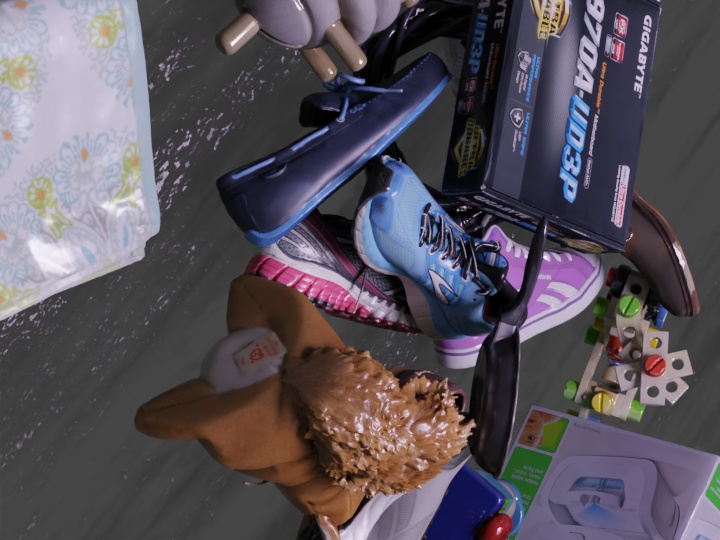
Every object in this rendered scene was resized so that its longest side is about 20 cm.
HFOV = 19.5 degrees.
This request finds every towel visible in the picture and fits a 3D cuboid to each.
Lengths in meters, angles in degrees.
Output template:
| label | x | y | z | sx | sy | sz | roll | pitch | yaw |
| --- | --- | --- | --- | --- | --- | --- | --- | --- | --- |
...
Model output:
| label | x | y | z | sx | sy | sz | roll | pitch | yaw |
| --- | --- | --- | --- | --- | --- | --- | --- | --- | --- |
| towel | -0.206 | -0.078 | 1.337 | 0.171 | 0.048 | 0.201 | -27 | 120 | -44 |

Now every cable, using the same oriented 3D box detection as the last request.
| label | x | y | z | sx | sy | sz | roll | pitch | yaw |
| --- | --- | --- | --- | --- | --- | --- | --- | --- | --- |
| cable | 0.075 | -0.115 | 1.590 | 0.051 | 0.162 | 0.201 | -93 | 171 | -62 |

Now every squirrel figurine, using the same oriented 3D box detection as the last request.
| label | x | y | z | sx | sy | sz | roll | pitch | yaw |
| --- | --- | --- | --- | --- | --- | --- | --- | --- | --- |
| squirrel figurine | -0.025 | 0.121 | 1.492 | 0.142 | 0.199 | 0.187 | -60 | 141 | -30 |

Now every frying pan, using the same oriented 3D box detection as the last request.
| label | x | y | z | sx | sy | sz | roll | pitch | yaw |
| --- | --- | --- | --- | --- | --- | --- | --- | --- | --- |
| frying pan | 0.102 | 0.066 | 1.482 | 0.115 | 0.031 | 0.190 | -87 | -176 | -45 |

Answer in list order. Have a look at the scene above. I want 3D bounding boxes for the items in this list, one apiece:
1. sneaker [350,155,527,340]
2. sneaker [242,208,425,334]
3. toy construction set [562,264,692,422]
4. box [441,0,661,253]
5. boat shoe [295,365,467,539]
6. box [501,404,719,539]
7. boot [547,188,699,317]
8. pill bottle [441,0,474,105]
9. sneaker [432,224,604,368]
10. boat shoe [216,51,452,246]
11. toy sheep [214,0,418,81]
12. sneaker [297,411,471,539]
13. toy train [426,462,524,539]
| label | x | y | z | sx | sy | sz | roll | pitch | yaw |
| --- | --- | --- | --- | --- | --- | --- | --- | --- | --- |
| sneaker | 0.065 | -0.017 | 1.517 | 0.200 | 0.090 | 0.079 | 48 | 55 | -48 |
| sneaker | 0.000 | 0.000 | 1.578 | 0.200 | 0.080 | 0.075 | 22 | 81 | -50 |
| toy construction set | 0.228 | 0.073 | 1.817 | 0.200 | 0.092 | 0.132 | 126 | -13 | -77 |
| box | 0.143 | -0.128 | 1.541 | 0.159 | 0.046 | 0.201 | 21 | 74 | -40 |
| boat shoe | 0.016 | 0.168 | 1.654 | 0.070 | 0.070 | 0.201 | 43 | 69 | -51 |
| box | 0.208 | 0.232 | 1.797 | 0.097 | 0.199 | 0.177 | 44 | 68 | -45 |
| boot | 0.198 | -0.030 | 1.740 | 0.097 | 0.075 | 0.200 | -31 | 92 | -7 |
| pill bottle | 0.119 | -0.182 | 1.644 | 0.109 | 0.108 | 0.201 | -38 | 128 | -37 |
| sneaker | 0.132 | -0.008 | 1.741 | 0.200 | 0.072 | 0.115 | -30 | 118 | -42 |
| boat shoe | -0.017 | -0.102 | 1.494 | 0.200 | 0.084 | 0.069 | -41 | 90 | -27 |
| toy sheep | -0.023 | -0.212 | 1.454 | 0.200 | 0.138 | 0.138 | -45 | 131 | -26 |
| sneaker | 0.026 | 0.187 | 1.594 | 0.079 | 0.074 | 0.200 | 41 | 94 | -19 |
| toy train | 0.056 | 0.251 | 1.732 | 0.200 | 0.085 | 0.116 | -55 | 159 | 9 |
